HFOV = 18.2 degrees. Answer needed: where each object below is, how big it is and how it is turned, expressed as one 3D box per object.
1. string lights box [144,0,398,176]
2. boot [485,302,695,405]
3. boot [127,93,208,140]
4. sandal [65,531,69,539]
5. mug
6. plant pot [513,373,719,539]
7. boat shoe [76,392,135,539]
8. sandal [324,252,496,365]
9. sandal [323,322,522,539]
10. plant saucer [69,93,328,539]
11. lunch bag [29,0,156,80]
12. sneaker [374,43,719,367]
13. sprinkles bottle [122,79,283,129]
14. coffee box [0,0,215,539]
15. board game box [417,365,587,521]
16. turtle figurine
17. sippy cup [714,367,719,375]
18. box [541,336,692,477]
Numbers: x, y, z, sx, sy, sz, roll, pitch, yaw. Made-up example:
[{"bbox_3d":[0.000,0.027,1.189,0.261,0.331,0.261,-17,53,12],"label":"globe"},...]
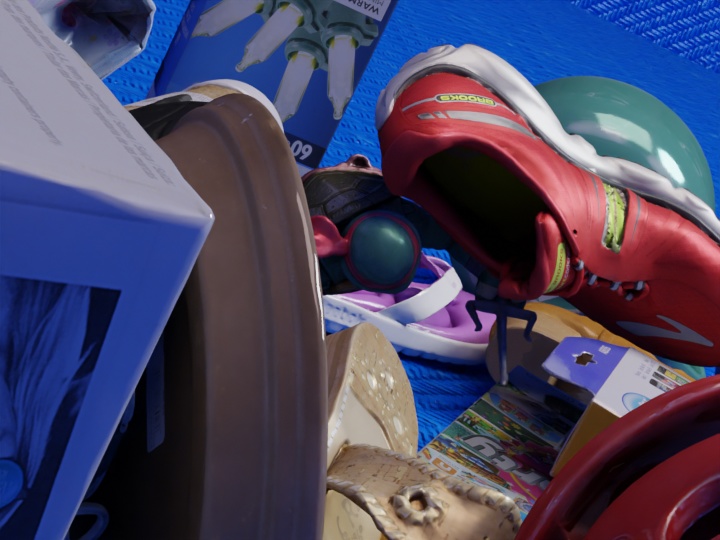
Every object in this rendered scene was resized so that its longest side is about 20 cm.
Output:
[{"bbox_3d":[-0.044,-0.143,1.282,0.103,0.200,0.059,22,14,-15],"label":"string lights box"},{"bbox_3d":[0.156,0.075,1.146,0.201,0.071,0.144,33,11,10],"label":"boot"},{"bbox_3d":[-0.069,0.014,0.869,0.073,0.154,0.204,-21,9,-11],"label":"boot"},{"bbox_3d":[-0.122,0.033,0.807,0.082,0.050,0.203,16,18,-35],"label":"sandal"},{"bbox_3d":[0.138,-0.021,1.277,0.185,0.152,0.114,28,15,4],"label":"mug"},{"bbox_3d":[0.138,0.133,0.667,0.200,0.201,0.182,21,9,-22],"label":"plant pot"},{"bbox_3d":[-0.100,0.047,0.619,0.075,0.200,0.062,21,52,-17],"label":"boat shoe"},{"bbox_3d":[0.018,0.008,1.169,0.203,0.050,0.082,11,22,-48],"label":"sandal"},{"bbox_3d":[0.018,0.080,0.735,0.078,0.070,0.212,57,20,-29],"label":"sandal"},{"bbox_3d":[-0.051,0.050,0.628,0.029,0.200,0.200,4,22,-18],"label":"plant saucer"},{"bbox_3d":[-0.225,-0.152,1.155,0.200,0.127,0.170,-2,28,-43],"label":"lunch bag"},{"bbox_3d":[0.084,-0.009,0.946,0.200,0.077,0.085,33,36,-13],"label":"sneaker"},{"bbox_3d":[-0.098,-0.058,1.158,0.068,0.068,0.200,29,15,8],"label":"sprinkles bottle"},{"bbox_3d":[-0.191,0.007,0.508,0.200,0.198,0.200,14,20,-35],"label":"coffee box"},{"bbox_3d":[0.092,0.116,0.902,0.147,0.064,0.200,29,15,10],"label":"board game box"},{"bbox_3d":[0.000,0.000,0.984,0.150,0.101,0.200,-13,10,-10],"label":"turtle figurine"},{"bbox_3d":[0.231,0.058,0.996,0.130,0.178,0.140,30,49,-11],"label":"sippy cup"},{"bbox_3d":[0.158,0.093,0.898,0.200,0.042,0.119,29,13,9],"label":"box"}]
